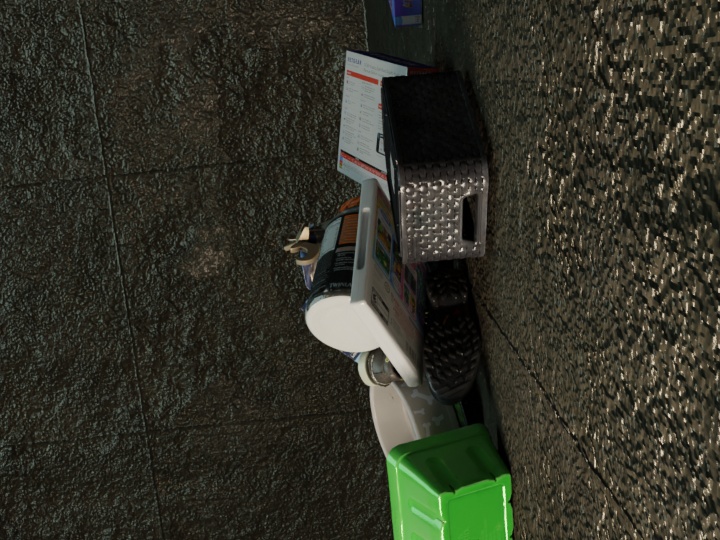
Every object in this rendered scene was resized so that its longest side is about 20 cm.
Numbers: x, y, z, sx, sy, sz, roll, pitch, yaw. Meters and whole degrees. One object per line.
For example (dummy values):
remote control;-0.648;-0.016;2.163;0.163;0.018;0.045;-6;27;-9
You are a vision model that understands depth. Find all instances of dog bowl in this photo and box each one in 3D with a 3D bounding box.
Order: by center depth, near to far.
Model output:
dog bowl;0.074;0.220;1.245;0.200;0.058;0.201;164;90;-71

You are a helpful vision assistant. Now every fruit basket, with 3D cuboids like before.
fruit basket;0.104;0.281;1.060;0.216;0.155;0.216;169;90;-70

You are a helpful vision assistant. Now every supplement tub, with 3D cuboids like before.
supplement tub;0.000;0.000;1.193;0.123;0.122;0.200;85;-167;-47

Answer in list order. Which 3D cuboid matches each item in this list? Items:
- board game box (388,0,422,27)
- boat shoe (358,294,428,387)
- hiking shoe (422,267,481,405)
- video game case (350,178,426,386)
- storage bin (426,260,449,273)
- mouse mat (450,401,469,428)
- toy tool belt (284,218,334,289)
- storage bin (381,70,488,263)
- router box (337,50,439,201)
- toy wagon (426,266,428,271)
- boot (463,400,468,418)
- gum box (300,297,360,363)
board game box;0.065;-0.506;1.381;0.135;0.045;0.200;-97;1;-50
boat shoe;0.075;0.085;1.216;0.201;0.060;0.072;-50;-62;-37
hiking shoe;0.122;0.096;1.140;0.101;0.075;0.200;73;-163;-49
video game case;0.040;0.018;1.084;0.200;0.024;0.183;56;-149;-48
storage bin;0.062;-0.056;1.395;0.200;0.135;0.094;-99;3;-74
mouse mat;0.119;0.246;1.236;0.200;0.008;0.162;158;96;-72
toy tool belt;-0.064;-0.017;1.414;0.200;0.122;0.125;-99;3;-71
storage bin;0.079;-0.118;0.988;0.200;0.093;0.136;-95;1;-47
router box;0.033;-0.204;1.223;0.200;0.049;0.180;-141;52;-58
toy wagon;0.126;0.086;1.421;0.200;0.039;0.156;-98;2;-46
boot;0.132;0.201;1.268;0.200;0.070;0.147;99;158;-64
gum box;0.017;0.123;1.403;0.200;0.045;0.170;35;-177;-32
